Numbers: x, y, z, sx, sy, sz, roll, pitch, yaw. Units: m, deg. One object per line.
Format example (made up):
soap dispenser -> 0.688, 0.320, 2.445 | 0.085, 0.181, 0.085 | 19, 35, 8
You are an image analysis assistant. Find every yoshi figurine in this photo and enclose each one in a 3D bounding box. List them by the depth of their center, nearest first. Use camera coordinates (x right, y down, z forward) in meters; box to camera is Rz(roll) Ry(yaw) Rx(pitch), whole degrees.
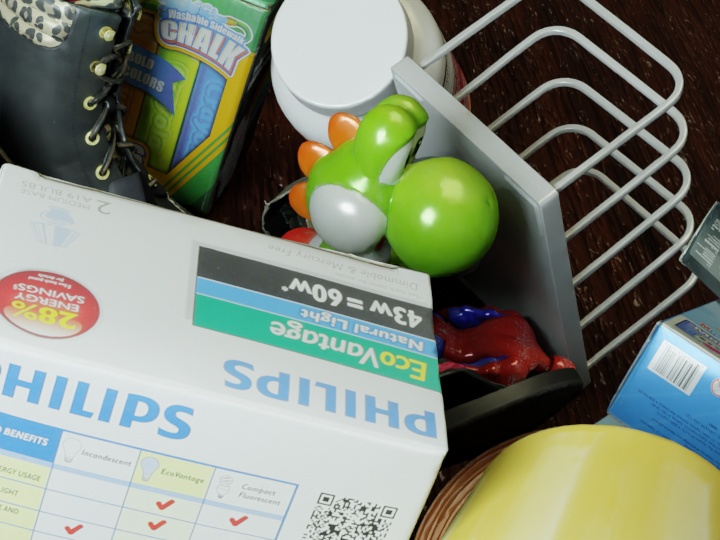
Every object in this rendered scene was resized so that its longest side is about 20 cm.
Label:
yoshi figurine -> 0.010, 0.009, 0.889 | 0.111, 0.201, 0.113 | 8, 33, -22

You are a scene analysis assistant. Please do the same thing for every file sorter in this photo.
file sorter -> 0.122, -0.055, 1.021 | 0.124, 0.201, 0.139 | -37, 55, -12

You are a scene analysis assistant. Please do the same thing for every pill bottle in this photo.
pill bottle -> 0.005, -0.123, 1.088 | 0.112, 0.114, 0.200 | 30, -1, 14

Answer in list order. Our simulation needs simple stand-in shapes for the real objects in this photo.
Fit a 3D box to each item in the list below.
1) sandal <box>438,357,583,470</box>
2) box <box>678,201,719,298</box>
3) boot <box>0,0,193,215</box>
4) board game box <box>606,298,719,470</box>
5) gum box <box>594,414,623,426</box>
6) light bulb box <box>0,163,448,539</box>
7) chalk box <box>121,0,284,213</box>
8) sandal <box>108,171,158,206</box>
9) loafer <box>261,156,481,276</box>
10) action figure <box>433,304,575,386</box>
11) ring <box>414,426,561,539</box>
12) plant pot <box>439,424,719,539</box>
sandal -> 0.017, 0.078, 0.841 | 0.198, 0.075, 0.045 | -19, 68, -5
box -> 0.291, 0.044, 0.954 | 0.158, 0.046, 0.200 | 24, 15, -25
boot -> -0.146, -0.079, 0.971 | 0.202, 0.155, 0.073 | 28, 32, 11
board game box -> 0.247, 0.096, 0.899 | 0.199, 0.056, 0.195 | 35, 14, 17
gum box -> 0.223, 0.134, 0.979 | 0.169, 0.045, 0.199 | 38, 36, 23
light bulb box -> -0.086, 0.089, 0.712 | 0.196, 0.201, 0.125 | 15, 32, -11
chalk box -> -0.112, -0.166, 1.077 | 0.123, 0.202, 0.125 | 21, 31, 1
sandal -> -0.091, 0.027, 0.880 | 0.042, 0.076, 0.202 | -19, 60, 0
loafer -> 0.003, -0.025, 1.014 | 0.069, 0.076, 0.199 | -19, 11, -28
action figure -> 0.033, 0.040, 0.999 | 0.198, 0.052, 0.066 | 13, 37, -2
ring -> 0.117, 0.170, 0.815 | 0.198, 0.019, 0.202 | 4, 60, -6
plant pot -> 0.083, 0.172, 0.660 | 0.199, 0.202, 0.190 | 22, 43, 1
